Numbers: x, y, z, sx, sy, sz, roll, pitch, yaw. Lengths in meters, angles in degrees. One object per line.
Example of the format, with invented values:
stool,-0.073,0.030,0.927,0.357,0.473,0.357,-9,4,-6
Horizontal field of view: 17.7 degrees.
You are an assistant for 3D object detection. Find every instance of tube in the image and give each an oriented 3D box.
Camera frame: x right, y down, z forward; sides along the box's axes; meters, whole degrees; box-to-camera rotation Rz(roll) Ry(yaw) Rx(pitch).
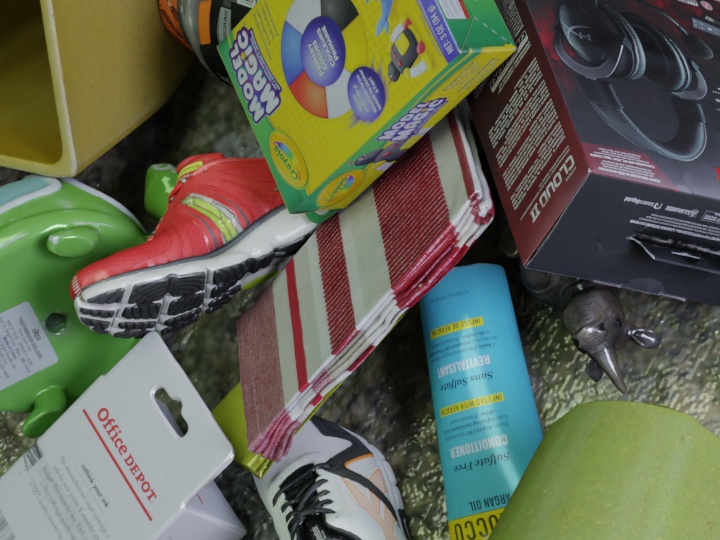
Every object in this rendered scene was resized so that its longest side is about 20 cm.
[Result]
tube,0.073,0.098,1.281,0.077,0.050,0.201,-19,73,29

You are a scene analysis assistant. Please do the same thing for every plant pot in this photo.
plant pot,-0.204,-0.194,1.484,0.195,0.195,0.200,11,29,34
plant pot,0.125,0.174,1.149,0.200,0.200,0.190,2,54,30

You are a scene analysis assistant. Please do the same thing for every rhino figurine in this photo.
rhino figurine,0.112,-0.012,1.292,0.060,0.087,0.200,-30,54,11

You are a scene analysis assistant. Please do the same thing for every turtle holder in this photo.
turtle holder,-0.188,-0.005,1.430,0.186,0.141,0.132,-51,35,11

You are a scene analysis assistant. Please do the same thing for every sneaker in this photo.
sneaker,-0.094,-0.025,1.377,0.200,0.077,0.085,-25,72,-31
sneaker,-0.013,0.140,1.289,0.074,0.080,0.200,-45,46,6

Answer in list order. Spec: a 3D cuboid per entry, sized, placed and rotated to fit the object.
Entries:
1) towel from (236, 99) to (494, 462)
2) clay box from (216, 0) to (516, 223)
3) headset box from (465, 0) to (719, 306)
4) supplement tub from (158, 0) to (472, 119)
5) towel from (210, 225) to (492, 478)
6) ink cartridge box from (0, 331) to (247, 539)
towel,0.000,0.000,1.296,0.200,0.023,0.144,-48,24,20
clay box,-0.008,-0.116,1.287,0.200,0.048,0.115,-41,66,43
headset box,0.145,-0.069,1.239,0.077,0.148,0.200,-58,33,36
supplement tub,-0.022,-0.156,1.419,0.200,0.123,0.123,23,79,37
towel,-0.011,0.034,1.352,0.200,0.018,0.086,-47,26,-8
ink cartridge box,-0.148,0.147,1.364,0.200,0.067,0.116,-44,53,10
